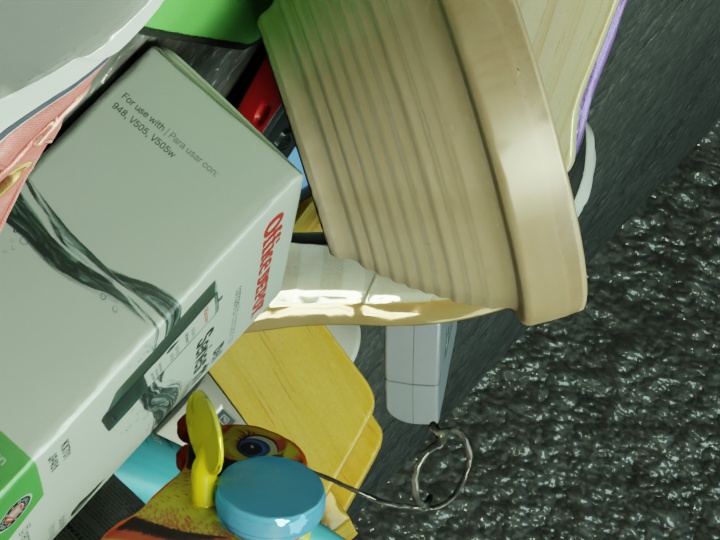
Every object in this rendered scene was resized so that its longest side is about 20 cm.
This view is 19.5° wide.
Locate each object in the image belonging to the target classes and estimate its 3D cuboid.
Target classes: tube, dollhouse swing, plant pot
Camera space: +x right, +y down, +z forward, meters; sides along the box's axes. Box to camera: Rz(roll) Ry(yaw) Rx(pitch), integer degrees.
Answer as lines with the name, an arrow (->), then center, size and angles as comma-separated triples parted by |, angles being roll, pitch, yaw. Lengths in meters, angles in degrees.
tube -> -0.083, 0.117, 1.079 | 0.077, 0.199, 0.051 | 22, -93, 56
dollhouse swing -> -0.002, 0.031, 1.219 | 0.175, 0.182, 0.200 | -37, 170, -6
plant pot -> 0.016, -0.066, 0.836 | 0.092, 0.202, 0.201 | -18, 169, -2

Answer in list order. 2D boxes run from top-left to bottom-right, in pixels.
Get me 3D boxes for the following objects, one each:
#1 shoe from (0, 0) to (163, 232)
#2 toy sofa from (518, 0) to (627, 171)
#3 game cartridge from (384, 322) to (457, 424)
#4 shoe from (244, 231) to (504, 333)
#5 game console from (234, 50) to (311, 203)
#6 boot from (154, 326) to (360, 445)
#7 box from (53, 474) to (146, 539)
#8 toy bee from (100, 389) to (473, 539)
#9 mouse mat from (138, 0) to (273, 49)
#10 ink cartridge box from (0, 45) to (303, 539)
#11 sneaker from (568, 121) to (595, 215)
shoe -> -0.113, -0.050, 0.581 | 0.200, 0.072, 0.091 | -45, 173, 2
toy sofa -> 0.095, -0.148, 0.964 | 0.083, 0.097, 0.201 | -37, 150, -56
game cartridge -> 0.039, -0.018, 1.221 | 0.134, 0.041, 0.201 | -69, 164, -53
shoe -> 0.000, 0.000, 1.084 | 0.198, 0.054, 0.070 | -3, -175, -21
game console -> -0.008, -0.090, 1.021 | 0.178, 0.031, 0.200 | -60, 167, 28
boot -> -0.083, 0.094, 1.382 | 0.200, 0.073, 0.090 | -41, 178, -6
box -> -0.193, 0.169, 0.959 | 0.200, 0.112, 0.101 | -52, 171, 21
toy bee -> -0.059, 0.112, 0.920 | 0.199, 0.108, 0.132 | 0, 111, -55
mouse mat -> -0.021, -0.151, 0.806 | 0.161, 0.008, 0.200 | -51, 171, 11
ink cartridge box -> -0.118, 0.028, 0.830 | 0.200, 0.083, 0.147 | -48, 172, -18
sneaker -> 0.088, -0.116, 1.122 | 0.114, 0.075, 0.202 | 74, 20, -58
